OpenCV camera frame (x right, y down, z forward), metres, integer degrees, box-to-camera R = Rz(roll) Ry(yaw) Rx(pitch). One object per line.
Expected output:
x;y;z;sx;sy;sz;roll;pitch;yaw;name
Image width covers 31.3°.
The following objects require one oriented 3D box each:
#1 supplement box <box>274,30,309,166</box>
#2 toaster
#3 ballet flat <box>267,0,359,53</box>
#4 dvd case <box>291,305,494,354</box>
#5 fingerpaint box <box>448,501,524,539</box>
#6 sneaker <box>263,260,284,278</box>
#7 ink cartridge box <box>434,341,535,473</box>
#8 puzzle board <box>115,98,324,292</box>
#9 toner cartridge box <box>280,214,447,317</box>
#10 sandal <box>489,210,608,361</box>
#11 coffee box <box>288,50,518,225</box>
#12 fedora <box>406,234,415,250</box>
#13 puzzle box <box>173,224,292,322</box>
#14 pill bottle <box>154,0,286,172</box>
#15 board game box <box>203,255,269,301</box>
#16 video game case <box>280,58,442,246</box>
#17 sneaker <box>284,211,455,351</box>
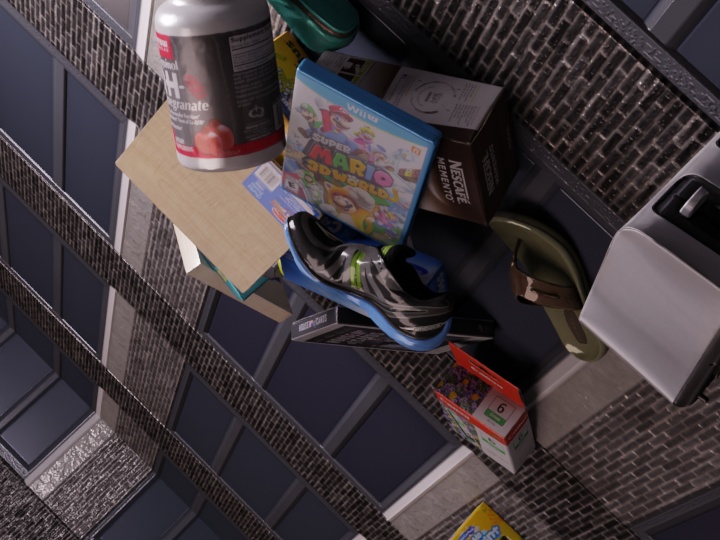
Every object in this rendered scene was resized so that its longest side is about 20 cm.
-0.133;-0.149;1.396;0.199;0.110;0.109;-32;101;35;supplement box
0.275;-0.010;0.977;0.119;0.181;0.201;40;154;19;toaster
-0.086;-0.288;1.258;0.200;0.067;0.070;46;148;-3;ballet flat
0.036;0.071;1.507;0.198;0.025;0.150;6;168;-22;dvd case
0.169;0.464;1.830;0.167;0.200;0.073;42;154;9;fingerpaint box
-0.111;-0.084;1.506;0.080;0.074;0.202;-10;84;22;sneaker
0.148;0.168;1.553;0.109;0.050;0.200;34;166;25;ink cartridge box
-0.149;-0.090;1.360;0.200;0.017;0.151;45;124;-5;puzzle board
0.000;0.000;1.376;0.199;0.043;0.095;23;146;28;toner cartridge box
0.191;0.022;1.299;0.080;0.057;0.202;2;131;57;sandal
0.043;-0.128;1.232;0.199;0.080;0.113;16;146;28;coffee box
0.004;-0.078;1.406;0.199;0.090;0.177;-11;121;53;fedora
-0.169;-0.020;1.671;0.200;0.025;0.134;33;-150;-50;puzzle box
-0.136;-0.204;1.223;0.110;0.110;0.202;19;124;45;pill bottle
-0.150;-0.089;1.559;0.201;0.151;0.047;53;168;-13;board game box
-0.005;-0.103;1.215;0.142;0.018;0.200;30;151;8;video game case
0.012;-0.003;1.278;0.199;0.071;0.083;35;117;15;sneaker
